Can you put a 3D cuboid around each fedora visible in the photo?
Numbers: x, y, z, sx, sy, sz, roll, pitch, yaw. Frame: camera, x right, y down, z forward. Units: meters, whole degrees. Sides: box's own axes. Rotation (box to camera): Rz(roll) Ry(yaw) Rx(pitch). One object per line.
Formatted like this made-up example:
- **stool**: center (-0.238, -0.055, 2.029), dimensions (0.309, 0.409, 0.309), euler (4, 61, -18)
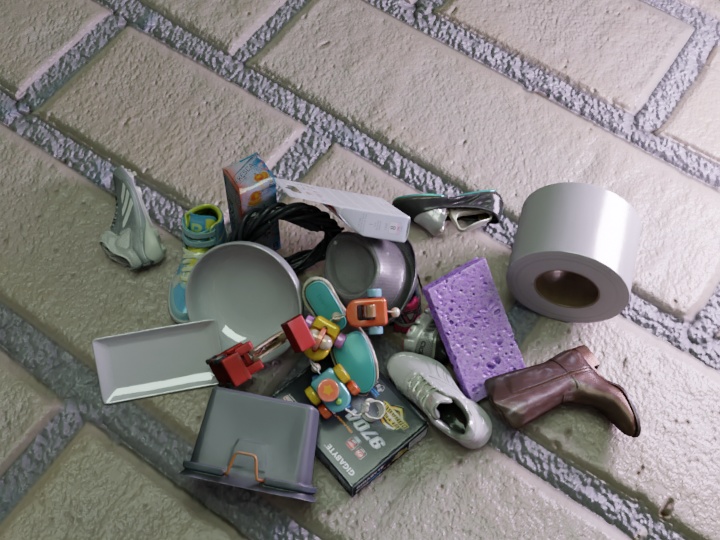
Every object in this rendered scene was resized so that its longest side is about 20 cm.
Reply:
- **fedora**: center (0.000, 0.000, 1.713), dimensions (0.176, 0.090, 0.201), euler (-38, 44, 15)

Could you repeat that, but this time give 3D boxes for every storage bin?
- **storage bin**: center (-0.152, 0.251, 1.554), dimensions (0.197, 0.146, 0.136), euler (9, 79, 6)

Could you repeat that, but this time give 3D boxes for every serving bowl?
- **serving bowl**: center (-0.177, 0.045, 1.701), dimensions (0.198, 0.203, 0.066), euler (19, 20, 10)

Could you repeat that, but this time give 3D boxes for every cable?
- **cable**: center (-0.123, -0.053, 1.751), dimensions (0.197, 0.164, 0.051), euler (-17, 47, -6)

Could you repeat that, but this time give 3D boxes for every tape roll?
- **tape roll**: center (0.345, -0.026, 1.724), dimensions (0.200, 0.204, 0.140), euler (14, 58, 7)

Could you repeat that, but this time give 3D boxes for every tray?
- **tray**: center (-0.317, 0.142, 1.687), dimensions (0.197, 0.022, 0.109), euler (-9, 100, -7)

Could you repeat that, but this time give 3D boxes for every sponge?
- **sponge**: center (0.181, 0.094, 1.678), dimensions (0.111, 0.030, 0.202), euler (-26, 102, -17)

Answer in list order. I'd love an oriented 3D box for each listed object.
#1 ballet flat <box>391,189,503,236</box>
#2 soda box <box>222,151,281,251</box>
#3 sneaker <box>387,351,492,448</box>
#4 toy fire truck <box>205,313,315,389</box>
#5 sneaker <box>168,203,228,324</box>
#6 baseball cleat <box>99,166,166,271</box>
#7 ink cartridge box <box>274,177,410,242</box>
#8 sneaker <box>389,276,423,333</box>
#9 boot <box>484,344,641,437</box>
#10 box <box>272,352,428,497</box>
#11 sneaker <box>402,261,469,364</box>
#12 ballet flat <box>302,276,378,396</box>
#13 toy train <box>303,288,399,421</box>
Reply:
- **ballet flat**: center (0.154, -0.100, 1.845), dimensions (0.197, 0.068, 0.069), euler (-6, 67, -4)
- **soda box**: center (-0.178, -0.100, 1.757), dimensions (0.068, 0.201, 0.064), euler (-27, 62, -18)
- **sneaker**: center (0.116, 0.191, 1.636), dimensions (0.199, 0.099, 0.078), euler (38, 94, 21)
- **toy fire truck**: center (-0.153, 0.123, 1.610), dimensions (0.140, 0.200, 0.049), euler (-30, 94, -17)
- **sneaker**: center (-0.274, -0.021, 1.748), dimensions (0.078, 0.131, 0.202), euler (9, 60, 4)
- **baseball cleat**: center (-0.408, -0.090, 1.823), dimensions (0.105, 0.070, 0.201), euler (-23, 61, -15)
- **ink cartridge box**: center (-0.037, -0.097, 1.698), dimensions (0.197, 0.058, 0.163), euler (5, 14, -17)
- **sneaker**: center (0.063, 0.000, 1.775), dimensions (0.080, 0.075, 0.202), euler (-14, 59, -10)
- **boot**: center (0.307, 0.213, 1.643), dimensions (0.198, 0.065, 0.187), euler (-17, 47, -23)
- **box**: center (-0.016, 0.224, 1.653), dimensions (0.158, 0.046, 0.200), euler (-35, 65, -21)
- **sneaker**: center (0.156, 0.074, 1.736), dimensions (0.087, 0.074, 0.200), euler (33, 67, 16)
- **ballet flat**: center (-0.028, 0.099, 1.662), dimensions (0.067, 0.062, 0.202), euler (-26, 87, -2)
- **toy train**: center (-0.017, 0.128, 1.601), dimensions (0.148, 0.056, 0.203), euler (1, 88, 4)
